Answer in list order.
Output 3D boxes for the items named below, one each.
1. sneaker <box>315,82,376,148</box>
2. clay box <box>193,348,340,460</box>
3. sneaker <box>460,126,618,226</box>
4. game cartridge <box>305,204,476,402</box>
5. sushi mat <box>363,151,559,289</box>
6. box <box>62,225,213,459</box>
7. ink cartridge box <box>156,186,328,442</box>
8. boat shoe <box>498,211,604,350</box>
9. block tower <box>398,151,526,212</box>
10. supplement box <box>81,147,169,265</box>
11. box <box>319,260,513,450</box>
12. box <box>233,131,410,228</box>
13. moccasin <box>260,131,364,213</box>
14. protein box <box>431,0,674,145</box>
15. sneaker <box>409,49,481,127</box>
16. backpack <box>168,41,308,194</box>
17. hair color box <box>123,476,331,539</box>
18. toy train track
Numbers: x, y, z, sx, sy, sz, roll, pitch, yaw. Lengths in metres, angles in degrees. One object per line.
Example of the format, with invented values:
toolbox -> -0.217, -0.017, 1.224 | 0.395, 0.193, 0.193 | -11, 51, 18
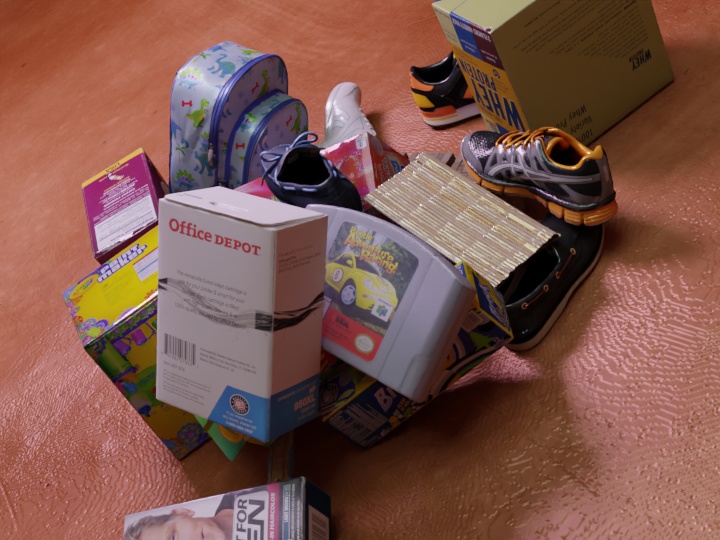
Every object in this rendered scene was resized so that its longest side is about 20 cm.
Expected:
sneaker -> -0.012, -0.176, 1.512 | 0.079, 0.071, 0.202 | -1, 47, 13
clay box -> -0.089, 0.084, 1.151 | 0.201, 0.047, 0.115 | -51, 57, 9
sneaker -> 0.188, -0.118, 1.200 | 0.199, 0.078, 0.078 | 26, 48, 38
game cartridge -> 0.005, 0.019, 1.066 | 0.199, 0.041, 0.134 | 27, 90, 31
sushi mat -> 0.101, -0.056, 1.183 | 0.095, 0.012, 0.199 | -40, 52, -19
box -> -0.181, 0.060, 1.243 | 0.199, 0.194, 0.122 | -35, 36, -6
ink cartridge box -> -0.112, 0.035, 1.055 | 0.143, 0.203, 0.084 | 15, 20, 33
boat shoe -> 0.192, -0.013, 1.170 | 0.073, 0.063, 0.202 | 6, 49, 41
block tower -> 0.107, -0.103, 1.340 | 0.198, 0.054, 0.058 | 7, 51, 40
supplement box -> -0.284, -0.049, 1.495 | 0.102, 0.132, 0.201 | -30, 37, 1
box -> 0.051, 0.084, 1.106 | 0.199, 0.064, 0.070 | -39, 32, 23
box -> -0.041, -0.072, 1.329 | 0.198, 0.099, 0.097 | -20, 66, 27
moccasin -> -0.055, -0.108, 1.215 | 0.080, 0.069, 0.200 | -39, 34, -14
protein box -> 0.225, -0.265, 1.318 | 0.198, 0.201, 0.135 | -36, 36, -7
sneaker -> 0.157, -0.255, 1.450 | 0.198, 0.090, 0.070 | -19, 38, 17
backpack -> -0.155, -0.184, 1.481 | 0.146, 0.202, 0.183 | 19, 38, 23
hair color box -> -0.126, 0.265, 1.057 | 0.198, 0.061, 0.101 | -17, 54, 20
toy train track -> -0.074, 0.189, 1.153 | 0.114, 0.033, 0.202 | -19, 45, 21
